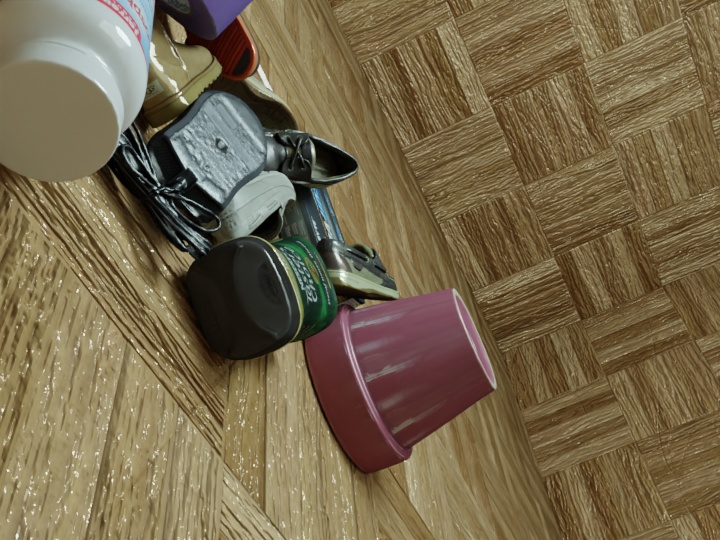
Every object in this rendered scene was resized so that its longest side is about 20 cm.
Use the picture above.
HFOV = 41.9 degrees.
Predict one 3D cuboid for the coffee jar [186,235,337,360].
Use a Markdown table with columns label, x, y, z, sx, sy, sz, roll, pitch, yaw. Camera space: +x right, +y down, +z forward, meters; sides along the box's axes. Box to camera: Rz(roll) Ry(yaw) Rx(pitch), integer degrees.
| label | x | y | z | sx | sy | sz | roll | pitch | yaw |
| --- | --- | --- | --- | --- | --- | --- | --- | --- | --- |
| coffee jar | -0.085 | 0.021 | 0.859 | 0.200 | 0.085 | 0.105 | -13 | 79 | -79 |

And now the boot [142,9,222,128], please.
| label | x | y | z | sx | sy | sz | roll | pitch | yaw |
| --- | --- | --- | --- | --- | --- | --- | --- | --- | --- |
| boot | -0.211 | -0.250 | 0.877 | 0.201 | 0.066 | 0.175 | 61 | 11 | -22 |

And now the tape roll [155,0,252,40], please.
| label | x | y | z | sx | sy | sz | roll | pitch | yaw |
| --- | --- | --- | --- | --- | --- | --- | --- | --- | --- |
| tape roll | -0.181 | -0.322 | 0.889 | 0.200 | 0.085 | 0.200 | 43 | -9 | 8 |

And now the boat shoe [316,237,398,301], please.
| label | x | y | z | sx | sy | sz | roll | pitch | yaw |
| --- | --- | --- | --- | --- | --- | --- | --- | --- | --- |
| boat shoe | -0.001 | 0.000 | 1.132 | 0.201 | 0.071 | 0.067 | 14 | 79 | -66 |

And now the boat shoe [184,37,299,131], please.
| label | x | y | z | sx | sy | sz | roll | pitch | yaw |
| --- | --- | --- | --- | --- | --- | --- | --- | --- | --- |
| boat shoe | -0.143 | -0.211 | 1.121 | 0.200 | 0.072 | 0.072 | 34 | 26 | -52 |

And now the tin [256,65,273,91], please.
| label | x | y | z | sx | sy | sz | roll | pitch | yaw |
| --- | --- | --- | --- | --- | --- | --- | --- | --- | --- |
| tin | -0.155 | -0.258 | 1.252 | 0.112 | 0.042 | 0.201 | -83 | 148 | -78 |

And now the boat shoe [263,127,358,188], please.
| label | x | y | z | sx | sy | sz | roll | pitch | yaw |
| --- | --- | --- | --- | --- | --- | --- | --- | --- | --- |
| boat shoe | -0.080 | -0.138 | 1.121 | 0.199 | 0.064 | 0.074 | -3 | 85 | -53 |

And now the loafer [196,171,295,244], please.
| label | x | y | z | sx | sy | sz | roll | pitch | yaw |
| --- | --- | --- | --- | --- | --- | --- | --- | --- | --- |
| loafer | -0.110 | -0.058 | 0.960 | 0.070 | 0.070 | 0.200 | 60 | 19 | 1 |

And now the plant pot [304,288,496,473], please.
| label | x | y | z | sx | sy | sz | roll | pitch | yaw |
| --- | --- | --- | --- | --- | --- | --- | --- | --- | --- |
| plant pot | 0.054 | 0.114 | 1.109 | 0.201 | 0.178 | 0.200 | 61 | 11 | -21 |

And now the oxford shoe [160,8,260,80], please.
| label | x | y | z | sx | sy | sz | roll | pitch | yaw |
| --- | --- | --- | --- | --- | --- | --- | --- | --- | --- |
| oxford shoe | -0.154 | -0.274 | 1.027 | 0.072 | 0.071 | 0.200 | 7 | 39 | -51 |

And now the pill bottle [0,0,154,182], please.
| label | x | y | z | sx | sy | sz | roll | pitch | yaw |
| --- | --- | --- | --- | --- | --- | --- | --- | --- | --- |
| pill bottle | -0.193 | -0.148 | 0.617 | 0.201 | 0.108 | 0.109 | -102 | 164 | -49 |

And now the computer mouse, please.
| label | x | y | z | sx | sy | sz | roll | pitch | yaw |
| --- | --- | --- | --- | --- | --- | --- | --- | --- | --- |
| computer mouse | -0.148 | -0.094 | 0.811 | 0.139 | 0.053 | 0.200 | 54 | 31 | -11 |

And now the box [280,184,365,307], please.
| label | x | y | z | sx | sy | sz | roll | pitch | yaw |
| --- | --- | --- | --- | --- | --- | --- | --- | --- | --- |
| box | -0.065 | -0.056 | 1.238 | 0.159 | 0.046 | 0.201 | 43 | 26 | -65 |
